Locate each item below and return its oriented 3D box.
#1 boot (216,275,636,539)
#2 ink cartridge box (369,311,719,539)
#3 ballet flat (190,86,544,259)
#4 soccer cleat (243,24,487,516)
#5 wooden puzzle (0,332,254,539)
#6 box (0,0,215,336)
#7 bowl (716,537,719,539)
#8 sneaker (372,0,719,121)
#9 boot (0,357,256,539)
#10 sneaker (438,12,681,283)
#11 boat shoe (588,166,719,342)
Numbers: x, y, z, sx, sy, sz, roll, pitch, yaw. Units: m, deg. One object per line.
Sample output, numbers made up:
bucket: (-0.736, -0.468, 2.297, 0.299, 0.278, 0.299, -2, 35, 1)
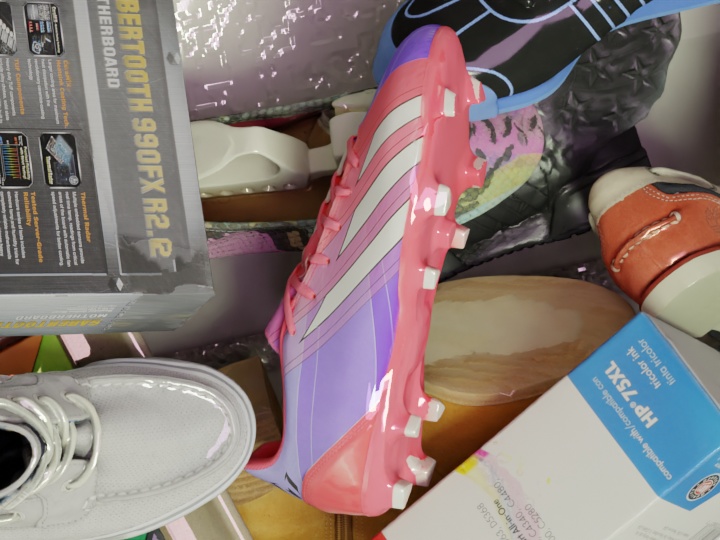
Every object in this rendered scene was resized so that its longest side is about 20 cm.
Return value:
boot: (0.031, 0.083, 1.263, 0.201, 0.071, 0.144, -13, 133, 7)
ink cartridge box: (0.075, 0.112, 1.205, 0.200, 0.116, 0.067, -40, 68, 11)
ballet flat: (-0.025, -0.043, 1.206, 0.200, 0.071, 0.069, -9, 70, 7)
soccer cleat: (0.000, 0.000, 1.156, 0.076, 0.067, 0.200, 12, 106, 16)
wooden puzzle: (-0.152, 0.112, 1.161, 0.200, 0.037, 0.185, -30, 96, -13)
box: (-0.149, -0.076, 1.141, 0.158, 0.048, 0.200, -1, 72, -27)
bowl: (0.174, 0.144, 1.309, 0.200, 0.075, 0.200, -28, 120, 10)
sneaker: (0.093, -0.130, 1.202, 0.200, 0.070, 0.078, -27, 150, -25)
boot: (-0.125, 0.073, 1.106, 0.200, 0.096, 0.074, -11, 89, -18)
sneaker: (0.053, -0.058, 1.267, 0.200, 0.060, 0.104, -19, 97, -6)
boat shoe: (0.158, -0.004, 1.272, 0.071, 0.063, 0.200, -43, 157, 19)
